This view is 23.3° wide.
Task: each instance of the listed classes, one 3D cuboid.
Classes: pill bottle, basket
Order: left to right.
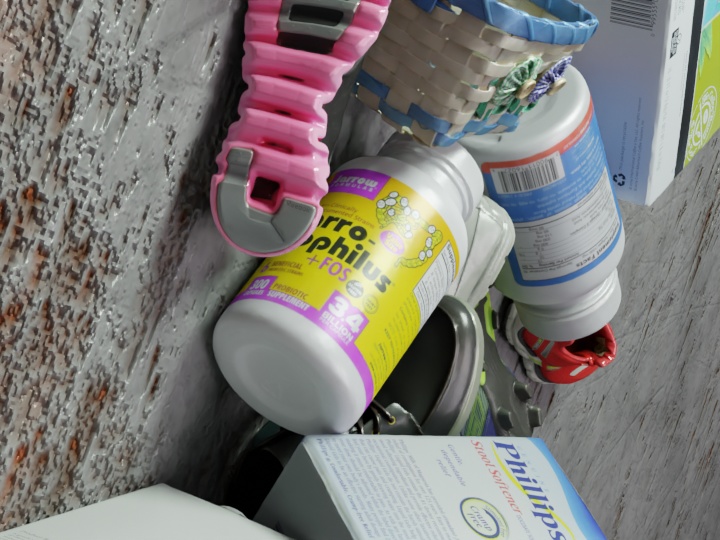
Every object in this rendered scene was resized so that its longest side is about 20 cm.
[{"bbox_3d":[0.000,0.000,1.090,0.201,0.103,0.105,-54,150,-34],"label":"pill bottle"},{"bbox_3d":[0.080,-0.184,1.088,0.176,0.138,0.202,-18,132,-59],"label":"basket"},{"bbox_3d":[0.133,-0.047,1.285,0.113,0.111,0.201,-54,140,-33],"label":"pill bottle"}]

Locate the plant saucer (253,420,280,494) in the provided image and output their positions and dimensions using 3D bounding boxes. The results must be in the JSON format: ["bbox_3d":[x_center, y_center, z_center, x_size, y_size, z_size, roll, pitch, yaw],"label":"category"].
[{"bbox_3d":[-0.016,0.088,1.218,0.200,0.019,0.070,-45,143,-45],"label":"plant saucer"}]

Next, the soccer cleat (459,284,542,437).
[{"bbox_3d":[0.070,0.060,1.320,0.065,0.083,0.201,-50,127,-40],"label":"soccer cleat"}]

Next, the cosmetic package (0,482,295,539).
[{"bbox_3d":[-0.129,0.185,0.950,0.199,0.107,0.086,-4,110,-62],"label":"cosmetic package"}]

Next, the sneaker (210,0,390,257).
[{"bbox_3d":[-0.034,-0.105,1.011,0.095,0.078,0.202,39,70,-86],"label":"sneaker"}]

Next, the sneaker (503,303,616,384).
[{"bbox_3d":[0.187,0.066,1.533,0.078,0.084,0.200,-68,154,-6],"label":"sneaker"}]

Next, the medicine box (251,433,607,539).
[{"bbox_3d":[0.024,0.202,1.096,0.199,0.103,0.183,5,129,-37],"label":"medicine box"}]

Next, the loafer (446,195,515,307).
[{"bbox_3d":[0.034,0.035,1.203,0.069,0.070,0.201,26,88,-24],"label":"loafer"}]

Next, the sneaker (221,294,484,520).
[{"bbox_3d":[-0.001,0.099,1.114,0.106,0.075,0.201,22,102,-54],"label":"sneaker"}]

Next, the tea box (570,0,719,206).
[{"bbox_3d":[0.211,-0.191,1.356,0.197,0.133,0.202,-44,143,-46],"label":"tea box"}]
